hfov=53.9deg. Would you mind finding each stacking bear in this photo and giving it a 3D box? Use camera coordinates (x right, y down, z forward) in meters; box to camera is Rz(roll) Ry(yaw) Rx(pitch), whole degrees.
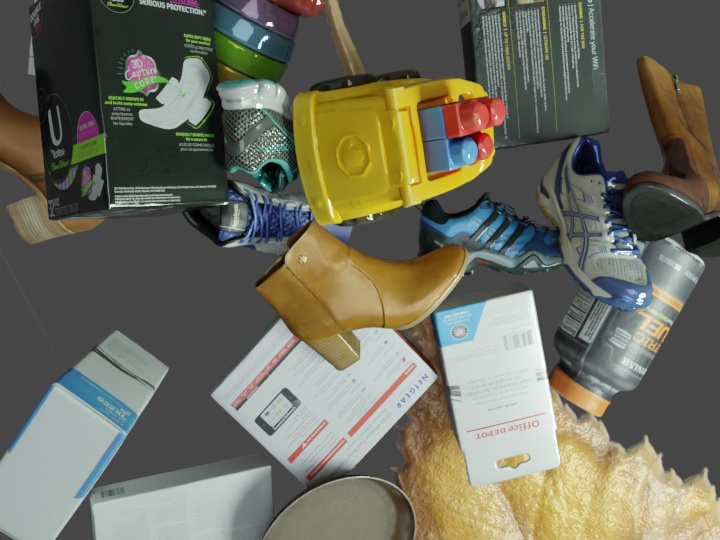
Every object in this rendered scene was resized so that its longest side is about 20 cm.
[{"bbox_3d":[-0.132,-0.211,0.732,0.119,0.114,0.203,24,107,-13],"label":"stacking bear"}]

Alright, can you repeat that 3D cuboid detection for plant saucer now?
[{"bbox_3d":[-0.030,0.313,0.813,0.195,0.032,0.206,-10,116,-20],"label":"plant saucer"}]

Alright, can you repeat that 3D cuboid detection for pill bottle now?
[{"bbox_3d":[0.284,0.057,0.784,0.104,0.106,0.204,27,96,-6],"label":"pill bottle"}]

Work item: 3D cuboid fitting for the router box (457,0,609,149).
[{"bbox_3d":[0.186,-0.241,0.767,0.144,0.051,0.206,-7,98,-3],"label":"router box"}]

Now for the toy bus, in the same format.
[{"bbox_3d":[0.062,-0.129,0.674,0.188,0.198,0.140,-2,105,41],"label":"toy bus"}]

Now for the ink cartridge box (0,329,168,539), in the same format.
[{"bbox_3d":[-0.286,0.164,0.729,0.083,0.200,0.147,34,95,-8],"label":"ink cartridge box"}]

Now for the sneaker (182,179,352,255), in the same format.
[{"bbox_3d":[-0.105,-0.050,0.749,0.193,0.115,0.083,10,98,-4],"label":"sneaker"}]

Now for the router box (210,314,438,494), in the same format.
[{"bbox_3d":[-0.041,0.125,0.809,0.179,0.049,0.200,44,94,-7],"label":"router box"}]

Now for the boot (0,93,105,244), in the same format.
[{"bbox_3d":[-0.321,-0.141,0.747,0.152,0.077,0.205,-21,100,2],"label":"boot"}]

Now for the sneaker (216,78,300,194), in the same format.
[{"bbox_3d":[-0.078,-0.121,0.707,0.076,0.199,0.094,3,88,28],"label":"sneaker"}]

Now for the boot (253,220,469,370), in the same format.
[{"bbox_3d":[0.000,0.000,0.723,0.200,0.071,0.145,-38,111,10],"label":"boot"}]

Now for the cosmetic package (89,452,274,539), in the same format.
[{"bbox_3d":[-0.194,0.304,0.794,0.195,0.051,0.156,-6,97,-24],"label":"cosmetic package"}]

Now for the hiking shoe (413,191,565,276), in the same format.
[{"bbox_3d":[0.157,-0.043,0.781,0.194,0.074,0.090,-3,99,-2],"label":"hiking shoe"}]

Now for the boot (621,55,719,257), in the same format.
[{"bbox_3d":[0.312,-0.131,0.710,0.184,0.068,0.206,10,67,-30],"label":"boot"}]

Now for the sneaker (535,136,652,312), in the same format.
[{"bbox_3d":[0.244,-0.054,0.721,0.073,0.203,0.089,1,137,-25],"label":"sneaker"}]

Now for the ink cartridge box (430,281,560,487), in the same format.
[{"bbox_3d":[0.152,0.128,0.807,0.112,0.067,0.206,-12,98,-1],"label":"ink cartridge box"}]

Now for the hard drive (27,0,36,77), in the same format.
[{"bbox_3d":[-0.277,-0.300,0.754,0.128,0.027,0.206,9,97,-4],"label":"hard drive"}]

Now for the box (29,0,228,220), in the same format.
[{"bbox_3d":[-0.218,-0.156,0.662,0.122,0.146,0.207,-6,94,-44],"label":"box"}]
